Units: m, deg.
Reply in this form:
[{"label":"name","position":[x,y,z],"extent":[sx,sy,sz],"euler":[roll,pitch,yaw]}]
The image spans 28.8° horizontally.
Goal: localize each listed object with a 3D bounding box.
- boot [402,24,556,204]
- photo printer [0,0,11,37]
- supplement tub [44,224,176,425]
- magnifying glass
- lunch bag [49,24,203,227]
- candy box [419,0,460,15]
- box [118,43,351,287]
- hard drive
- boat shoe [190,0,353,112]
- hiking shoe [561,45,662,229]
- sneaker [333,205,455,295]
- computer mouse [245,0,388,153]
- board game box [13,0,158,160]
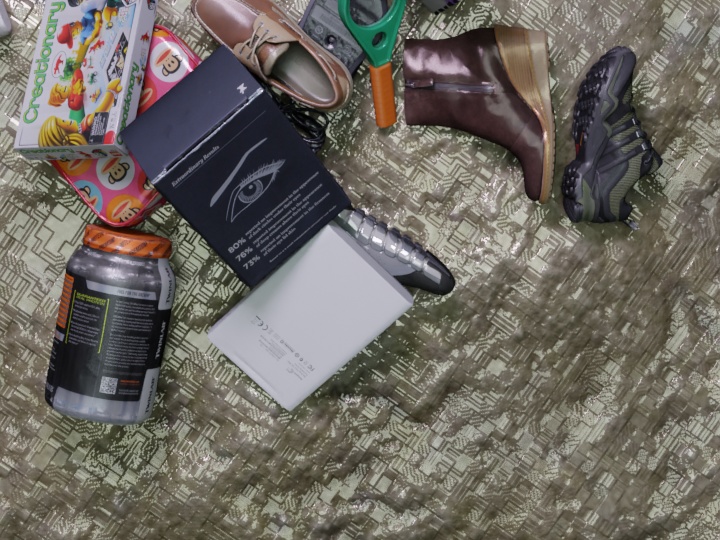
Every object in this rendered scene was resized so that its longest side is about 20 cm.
[{"label":"boot","position":[0.134,-0.170,1.569],"extent":[0.164,0.072,0.202],"euler":[-5,98,10]},{"label":"photo printer","position":[-0.496,-0.301,1.507],"extent":[0.198,0.069,0.168],"euler":[-20,97,0]},{"label":"supplement tub","position":[-0.270,0.058,1.534],"extent":[0.121,0.123,0.202],"euler":[12,96,-4]},{"label":"magnifying glass","position":[0.018,-0.243,1.513],"extent":[0.079,0.022,0.201],"euler":[-26,132,-20]},{"label":"lunch bag","position":[-0.247,-0.164,1.526],"extent":[0.200,0.082,0.176],"euler":[-41,88,3]},{"label":"candy box","position":[0.053,-0.354,1.464],"extent":[0.167,0.200,0.072],"euler":[41,92,-6]},{"label":"box","position":[-0.127,-0.106,1.455],"extent":[0.148,0.104,0.200],"euler":[-39,135,-1]},{"label":"hard drive","position":[-0.057,0.052,1.553],"extent":[0.132,0.026,0.200],"euler":[43,113,-14]},{"label":"boat shoe","position":[-0.093,-0.238,1.491],"extent":[0.199,0.072,0.076],"euler":[32,104,-4]},{"label":"hiking shoe","position":[0.290,-0.148,1.573],"extent":[0.100,0.076,0.202],"euler":[8,105,-12]},{"label":"sneaker","position":[0.000,0.000,1.574],"extent":[0.199,0.075,0.116],"euler":[32,100,3]},{"label":"computer mouse","position":[-0.046,-0.243,1.551],"extent":[0.138,0.053,0.200],"euler":[39,104,-5]},{"label":"board game box","position":[-0.287,-0.216,1.483],"extent":[0.125,0.035,0.202],"euler":[-1,70,23]}]
